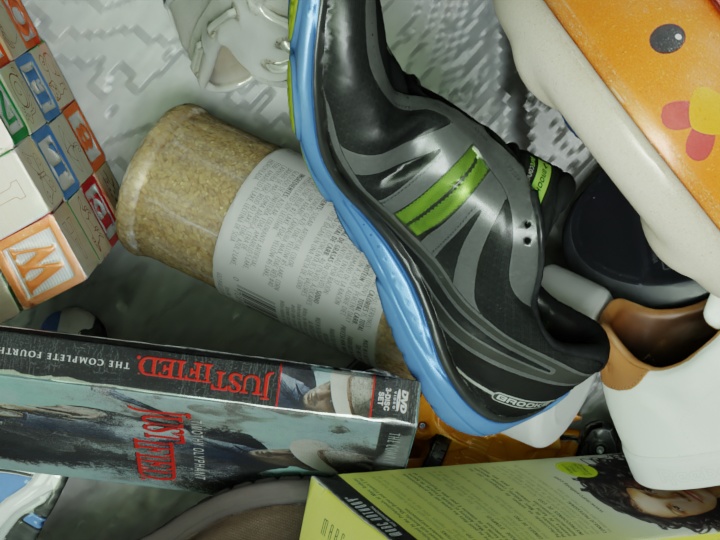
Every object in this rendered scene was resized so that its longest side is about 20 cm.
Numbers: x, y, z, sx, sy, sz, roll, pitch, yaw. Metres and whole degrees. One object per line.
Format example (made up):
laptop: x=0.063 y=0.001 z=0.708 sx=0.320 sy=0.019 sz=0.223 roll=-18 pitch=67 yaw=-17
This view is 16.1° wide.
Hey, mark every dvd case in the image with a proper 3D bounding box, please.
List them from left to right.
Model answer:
dvd case: x=-0.080 y=0.057 z=0.966 sx=0.198 sy=0.146 sz=0.022 roll=6 pitch=72 yaw=-2

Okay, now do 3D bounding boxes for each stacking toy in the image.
stacking toy: x=0.157 y=-0.100 z=0.872 sx=0.200 sy=0.146 sz=0.146 roll=-39 pitch=97 yaw=9

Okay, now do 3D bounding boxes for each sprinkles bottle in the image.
sprinkles bottle: x=0.000 y=0.000 z=1.013 sx=0.199 sy=0.068 sz=0.069 roll=25 pitch=105 yaw=19

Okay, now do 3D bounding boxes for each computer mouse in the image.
computer mouse: x=0.181 y=-0.016 z=1.011 sx=0.199 sy=0.139 sz=0.053 roll=-11 pitch=139 yaw=15

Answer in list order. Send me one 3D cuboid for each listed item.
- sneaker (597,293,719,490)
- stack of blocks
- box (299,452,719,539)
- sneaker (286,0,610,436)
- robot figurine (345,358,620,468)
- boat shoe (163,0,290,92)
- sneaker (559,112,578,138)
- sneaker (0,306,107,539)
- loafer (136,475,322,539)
sneaker: x=0.175 y=0.026 z=0.925 sx=0.199 sy=0.073 sz=0.085 roll=-13 pitch=113 yaw=28
stack of blocks: x=-0.170 y=-0.084 z=1.016 sx=0.058 sy=0.115 sz=0.201 roll=-26 pitch=99 yaw=10
box: x=0.076 y=0.108 z=0.964 sx=0.199 sy=0.075 sz=0.050 roll=-2 pitch=112 yaw=-36
sneaker: x=0.031 y=-0.034 z=0.901 sx=0.082 sy=0.071 sz=0.200 roll=-22 pitch=115 yaw=14
robot figurine: x=0.025 y=0.121 z=1.075 sx=0.144 sy=0.058 sz=0.201 roll=24 pitch=105 yaw=-1
boat shoe: x=-0.026 y=-0.105 z=0.959 sx=0.070 sy=0.200 sz=0.070 roll=-14 pitch=89 yaw=-24
sneaker: x=0.166 y=-0.106 z=0.984 sx=0.199 sy=0.088 sz=0.076 roll=-21 pitch=76 yaw=7
sneaker: x=-0.174 y=0.096 z=1.078 sx=0.077 sy=0.076 sz=0.201 roll=32 pitch=103 yaw=-7
loafer: x=-0.060 y=0.139 z=1.015 sx=0.199 sy=0.073 sz=0.071 roll=-23 pitch=61 yaw=28
